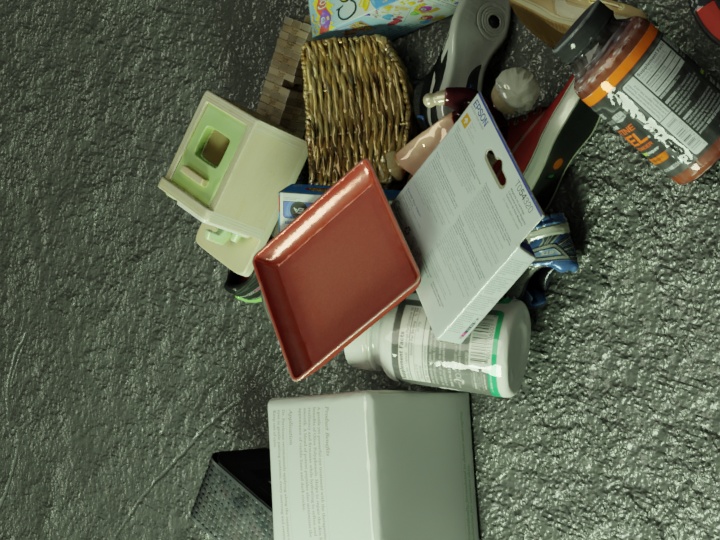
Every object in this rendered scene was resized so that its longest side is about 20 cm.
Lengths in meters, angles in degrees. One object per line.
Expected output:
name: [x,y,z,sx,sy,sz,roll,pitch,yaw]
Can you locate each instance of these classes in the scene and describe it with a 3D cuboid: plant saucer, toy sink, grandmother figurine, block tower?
plant saucer: [-0.024,0.002,1.504,0.200,0.037,0.200,-41,48,21]
toy sink: [-0.178,-0.114,1.711,0.130,0.112,0.201,34,101,44]
grandmother figurine: [0.120,-0.166,1.494,0.200,0.121,0.061,-34,36,28]
block tower: [-0.096,-0.250,1.783,0.054,0.058,0.201,28,104,38]

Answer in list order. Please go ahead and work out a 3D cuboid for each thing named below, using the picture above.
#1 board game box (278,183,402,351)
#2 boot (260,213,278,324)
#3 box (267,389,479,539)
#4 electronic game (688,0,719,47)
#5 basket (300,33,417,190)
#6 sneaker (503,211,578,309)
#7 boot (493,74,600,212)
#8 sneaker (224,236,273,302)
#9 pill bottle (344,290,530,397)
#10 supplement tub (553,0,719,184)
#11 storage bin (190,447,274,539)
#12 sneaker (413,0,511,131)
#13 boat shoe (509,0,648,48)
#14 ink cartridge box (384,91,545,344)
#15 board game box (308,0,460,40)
board game box: [0.000,0.000,1.600,0.198,0.056,0.197,5,106,12]
boot: [-0.039,0.005,1.712,0.173,0.069,0.201,19,112,28]
box: [0.016,0.246,1.561,0.171,0.199,0.201,-10,80,42]
electronic game: [0.430,-0.318,1.345,0.199,0.041,0.202,-3,85,40]
basket: [0.005,-0.193,1.689,0.142,0.149,0.202,-5,82,7]
sneaker: [0.172,0.014,1.526,0.200,0.077,0.086,-37,72,35]
boot: [0.195,-0.178,1.522,0.144,0.072,0.201,47,120,34]
sneaker: [-0.146,-0.055,1.794,0.076,0.084,0.202,7,92,40]
pill bottle: [0.089,0.079,1.504,0.199,0.113,0.114,7,92,21]
supplement tub: [0.297,-0.190,1.353,0.200,0.107,0.107,41,118,-4]
storage bin: [-0.110,0.325,1.704,0.200,0.135,0.094,34,109,37]
sneaker: [0.114,-0.259,1.595,0.112,0.073,0.201,-7,62,65]
boat shoe: [0.251,-0.290,1.483,0.069,0.074,0.200,-48,42,-4]
ink cartridge box: [0.119,-0.057,1.421,0.200,0.043,0.197,-50,43,32]
board game box: [0.039,-0.364,1.642,0.199,0.105,0.104,-15,77,38]
